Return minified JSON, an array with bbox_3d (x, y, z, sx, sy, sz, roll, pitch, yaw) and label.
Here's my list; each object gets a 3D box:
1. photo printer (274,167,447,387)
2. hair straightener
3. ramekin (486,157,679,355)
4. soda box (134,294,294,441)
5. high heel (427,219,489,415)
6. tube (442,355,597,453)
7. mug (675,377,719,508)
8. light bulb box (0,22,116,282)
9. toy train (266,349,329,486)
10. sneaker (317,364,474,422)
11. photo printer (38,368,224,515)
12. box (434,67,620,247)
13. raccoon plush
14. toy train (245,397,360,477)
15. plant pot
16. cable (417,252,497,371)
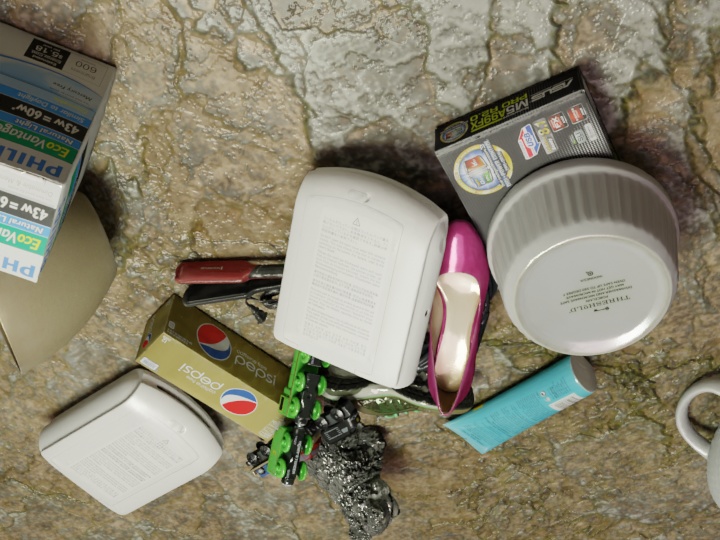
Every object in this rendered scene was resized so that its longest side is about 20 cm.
[{"bbox_3d":[0.000,0.000,1.097,0.164,0.069,0.203,20,114,20],"label":"photo printer"},{"bbox_3d":[-0.108,0.021,1.207,0.196,0.041,0.078,-6,129,3],"label":"hair straightener"},{"bbox_3d":[0.226,-0.004,1.065,0.198,0.095,0.205,2,130,2],"label":"ramekin"},{"bbox_3d":[-0.164,0.118,1.265,0.199,0.068,0.064,36,123,-23],"label":"soda box"},{"bbox_3d":[0.097,0.051,1.116,0.066,0.096,0.203,8,124,2],"label":"high heel"},{"bbox_3d":[0.197,0.168,1.300,0.077,0.051,0.199,40,126,-21],"label":"tube"},{"bbox_3d":[0.469,0.204,1.262,0.199,0.148,0.177,33,139,15],"label":"mug"},{"bbox_3d":[-0.355,-0.125,0.992,0.195,0.202,0.126,19,129,-13],"label":"light bulb box"},{"bbox_3d":[-0.069,0.146,1.230,0.041,0.056,0.204,13,89,-29],"label":"toy train"},{"bbox_3d":[0.039,0.148,1.284,0.196,0.078,0.089,8,140,6],"label":"sneaker"},{"bbox_3d":[-0.284,0.215,1.351,0.198,0.070,0.166,-31,121,25],"label":"photo printer"},{"bbox_3d":[0.187,-0.087,1.089,0.158,0.045,0.201,-21,125,18],"label":"box"},{"bbox_3d":[-0.044,0.269,1.337,0.196,0.135,0.098,7,131,-2],"label":"raccoon plush"},{"bbox_3d":[-0.071,0.207,1.284,0.199,0.034,0.046,-32,99,38],"label":"toy train"},{"bbox_3d":[-0.334,-0.013,1.111,0.133,0.200,0.203,-25,132,-19],"label":"plant pot"},{"bbox_3d":[0.069,0.029,1.196,0.160,0.051,0.202,14,126,3],"label":"cable"}]
